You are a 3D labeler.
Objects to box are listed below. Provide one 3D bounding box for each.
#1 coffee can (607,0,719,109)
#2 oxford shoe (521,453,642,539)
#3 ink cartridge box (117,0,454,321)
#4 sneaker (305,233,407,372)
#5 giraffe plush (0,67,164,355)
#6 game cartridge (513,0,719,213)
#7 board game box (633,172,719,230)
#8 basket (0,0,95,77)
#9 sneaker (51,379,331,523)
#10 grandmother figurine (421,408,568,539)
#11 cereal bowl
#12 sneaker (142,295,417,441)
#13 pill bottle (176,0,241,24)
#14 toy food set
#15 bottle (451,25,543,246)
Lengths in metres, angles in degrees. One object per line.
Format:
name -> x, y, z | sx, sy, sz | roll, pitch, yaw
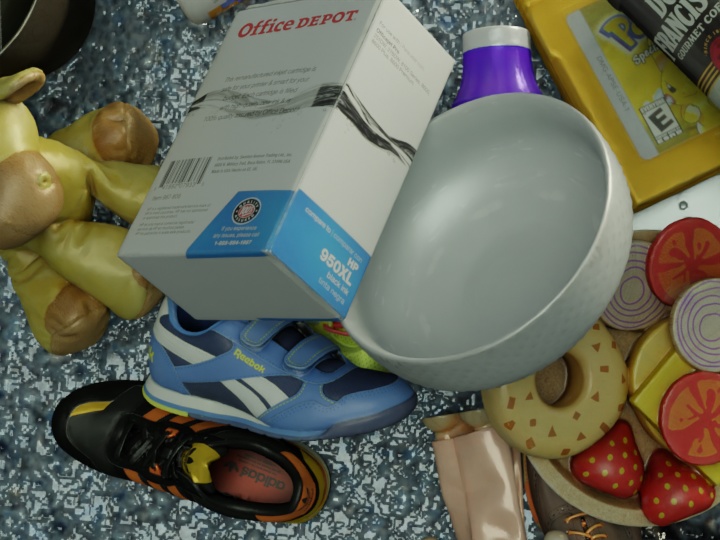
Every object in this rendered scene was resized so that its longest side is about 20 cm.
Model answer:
coffee can -> 0.277, -0.155, 1.209 | 0.146, 0.146, 0.200 | -44, 80, 0
oxford shoe -> 0.158, 0.180, 1.271 | 0.071, 0.073, 0.201 | -21, 84, 3
ink cartridge box -> -0.046, -0.073, 1.219 | 0.144, 0.084, 0.201 | -1, 57, 45
sneaker -> 0.000, 0.000, 1.290 | 0.078, 0.090, 0.201 | 9, 88, 3
giraffe plush -> -0.221, -0.059, 1.250 | 0.199, 0.162, 0.173 | 30, 84, 23
game cartridge -> 0.213, -0.161, 1.299 | 0.176, 0.032, 0.201 | -25, 80, -6
board game box -> 0.241, 0.026, 1.302 | 0.199, 0.026, 0.201 | 27, 88, 6
basket -> -0.251, -0.200, 1.270 | 0.135, 0.200, 0.181 | -5, 86, 3
sneaker -> -0.118, 0.120, 1.289 | 0.199, 0.090, 0.070 | 17, 87, 5
grandmother figurine -> 0.093, 0.192, 1.275 | 0.060, 0.121, 0.201 | -5, 84, -37
cereal bowl -> 0.083, -0.007, 1.183 | 0.199, 0.083, 0.201 | -22, 45, 24
sneaker -> -0.057, 0.061, 1.258 | 0.199, 0.074, 0.083 | 9, 104, 24
pill bottle -> -0.057, -0.264, 1.306 | 0.199, 0.112, 0.112 | -31, 84, 1
toy food set -> 0.188, 0.066, 1.240 | 0.200, 0.049, 0.198 | 43, 81, -10
bottle -> 0.096, -0.062, 1.291 | 0.065, 0.083, 0.201 | 2, 82, -28
